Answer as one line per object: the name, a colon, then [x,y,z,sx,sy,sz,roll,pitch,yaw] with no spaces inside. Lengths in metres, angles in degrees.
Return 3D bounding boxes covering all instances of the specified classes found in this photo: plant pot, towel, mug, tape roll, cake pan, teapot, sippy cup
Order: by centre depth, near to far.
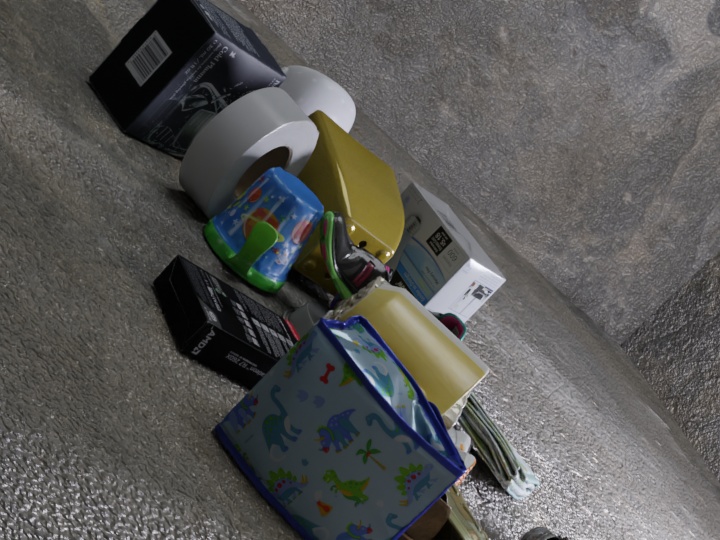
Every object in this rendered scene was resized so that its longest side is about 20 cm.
mug: [0.046,0.095,1.387,0.154,0.149,0.187,51,-23,5]
cake pan: [-0.022,0.116,1.698,0.200,0.037,0.201,43,12,-12]
sippy cup: [-0.122,-0.063,1.704,0.139,0.131,0.178,31,17,-41]
tape roll: [-0.155,-0.159,1.752,0.071,0.203,0.202,47,12,17]
towel: [0.195,0.254,1.860,0.172,0.048,0.200,56,2,19]
plant pot: [-0.046,-0.076,1.902,0.195,0.194,0.201,34,22,-40]
teapot: [-0.116,-0.303,2.505,0.198,0.147,0.198,26,-17,10]

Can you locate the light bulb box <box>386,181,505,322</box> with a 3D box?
light bulb box: [0.095,0.004,2.059,0.124,0.200,0.199,27,21,-49]

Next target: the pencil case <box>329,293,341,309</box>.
pencil case: [0.040,0.108,1.816,0.084,0.093,0.201,-20,65,-40]

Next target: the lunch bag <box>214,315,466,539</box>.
lunch bag: [-0.012,0.172,1.232,0.201,0.170,0.127,50,20,18]

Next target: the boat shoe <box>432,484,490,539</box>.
boat shoe: [0.117,0.301,1.449,0.062,0.074,0.201,-9,37,-27]

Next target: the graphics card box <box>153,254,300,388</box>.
graphics card box: [-0.136,0.074,1.423,0.199,0.051,0.126,36,16,-43]

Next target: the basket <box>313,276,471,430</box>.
basket: [0.031,0.127,1.550,0.200,0.123,0.136,44,35,-6]

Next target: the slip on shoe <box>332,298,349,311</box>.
slip on shoe: [0.039,0.113,1.673,0.199,0.076,0.061,39,-4,-10]

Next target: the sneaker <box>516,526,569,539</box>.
sneaker: [0.249,0.378,1.647,0.075,0.082,0.200,45,12,2]

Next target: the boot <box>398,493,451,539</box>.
boot: [0.017,0.228,1.384,0.199,0.075,0.074,39,17,-21]

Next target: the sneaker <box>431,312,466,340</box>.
sneaker: [0.125,0.128,1.945,0.199,0.121,0.084,32,17,-48]

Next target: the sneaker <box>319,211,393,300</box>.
sneaker: [0.000,0.000,1.732,0.077,0.083,0.202,-116,-179,-64]

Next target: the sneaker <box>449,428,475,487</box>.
sneaker: [0.094,0.238,1.639,0.092,0.076,0.200,37,5,-2]

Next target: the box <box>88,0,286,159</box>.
box: [-0.250,-0.281,1.833,0.124,0.200,0.196,52,15,25]
